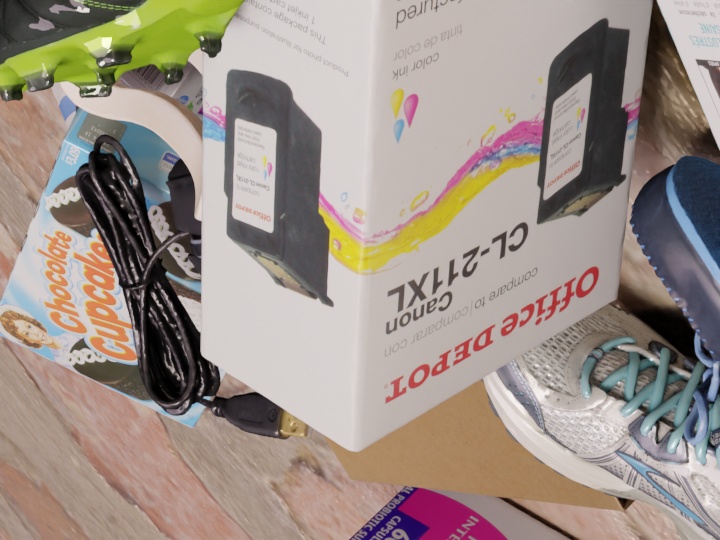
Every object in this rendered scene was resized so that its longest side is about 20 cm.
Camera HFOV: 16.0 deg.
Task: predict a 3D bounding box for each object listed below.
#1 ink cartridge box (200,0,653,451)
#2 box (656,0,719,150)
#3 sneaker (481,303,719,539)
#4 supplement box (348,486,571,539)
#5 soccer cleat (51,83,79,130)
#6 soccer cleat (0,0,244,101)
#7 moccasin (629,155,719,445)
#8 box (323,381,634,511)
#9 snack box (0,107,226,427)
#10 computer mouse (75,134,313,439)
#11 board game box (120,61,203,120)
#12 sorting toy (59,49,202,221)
[{"bbox_3d":[0.024,-0.061,0.870,0.083,0.145,0.201,30,132,35],"label":"ink cartridge box"},{"bbox_3d":[0.152,-0.065,0.829,0.082,0.049,0.201,13,138,51],"label":"box"},{"bbox_3d":[0.136,0.062,1.018,0.200,0.078,0.086,38,152,0],"label":"sneaker"},{"bbox_3d":[0.082,0.195,1.250,0.200,0.101,0.104,28,147,36],"label":"supplement box"},{"bbox_3d":[-0.107,-0.064,1.250,0.200,0.070,0.087,82,165,-56],"label":"soccer cleat"},{"bbox_3d":[-0.064,-0.108,0.781,0.200,0.067,0.082,-25,74,53],"label":"soccer cleat"},{"bbox_3d":[0.158,0.052,0.934,0.068,0.080,0.200,-34,96,39],"label":"moccasin"},{"bbox_3d":[0.024,0.039,1.193,0.199,0.021,0.164,1,128,51],"label":"box"},{"bbox_3d":[-0.102,-0.001,1.209,0.116,0.037,0.200,26,149,-4],"label":"snack box"},{"bbox_3d":[-0.038,0.010,1.045,0.199,0.046,0.141,-3,112,40],"label":"computer mouse"},{"bbox_3d":[-0.121,-0.135,1.107,0.200,0.034,0.134,41,-170,15],"label":"board game box"},{"bbox_3d":[-0.068,-0.121,0.940,0.200,0.106,0.181,41,128,46],"label":"sorting toy"}]
